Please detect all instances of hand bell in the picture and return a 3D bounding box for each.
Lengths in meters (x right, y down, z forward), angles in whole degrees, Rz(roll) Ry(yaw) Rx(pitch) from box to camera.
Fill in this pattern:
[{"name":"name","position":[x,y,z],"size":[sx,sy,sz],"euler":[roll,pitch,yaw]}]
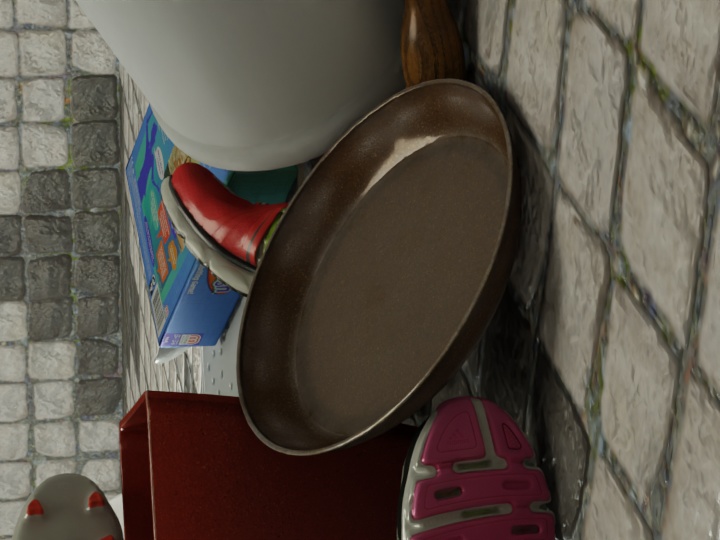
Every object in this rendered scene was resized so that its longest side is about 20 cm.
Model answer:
[{"name":"hand bell","position":[0.030,-0.156,0.937],"size":[0.104,0.104,0.200],"euler":[-110,8,-56]}]

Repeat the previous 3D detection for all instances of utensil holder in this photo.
[{"name":"utensil holder","position":[-0.076,-0.176,0.989],"size":[0.200,0.170,0.170],"euler":[54,-162,-49]}]

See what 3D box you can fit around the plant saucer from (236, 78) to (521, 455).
[{"name":"plant saucer","position":[0.012,0.002,0.922],"size":[0.200,0.032,0.201],"euler":[-35,39,35]}]

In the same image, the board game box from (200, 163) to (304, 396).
[{"name":"board game box","position":[-0.065,-0.011,1.248],"size":[0.200,0.026,0.201],"euler":[163,106,-66]}]

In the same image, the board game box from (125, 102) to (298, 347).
[{"name":"board game box","position":[-0.102,-0.066,1.245],"size":[0.200,0.045,0.152],"euler":[119,144,-51]}]

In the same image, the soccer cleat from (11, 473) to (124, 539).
[{"name":"soccer cleat","position":[-0.162,0.214,1.081],"size":[0.078,0.069,0.200],"euler":[100,161,-57]}]

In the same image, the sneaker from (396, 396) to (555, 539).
[{"name":"sneaker","position":[0.048,0.159,0.886],"size":[0.087,0.074,0.201],"euler":[170,92,-72]}]

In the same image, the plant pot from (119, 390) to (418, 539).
[{"name":"plant pot","position":[-0.033,0.170,1.032],"size":[0.200,0.176,0.201],"euler":[139,128,-76]}]

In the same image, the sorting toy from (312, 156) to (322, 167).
[{"name":"sorting toy","position":[0.000,0.000,1.198],"size":[0.200,0.036,0.186],"euler":[141,125,-81]}]

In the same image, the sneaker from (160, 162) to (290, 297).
[{"name":"sneaker","position":[-0.029,-0.015,1.084],"size":[0.200,0.077,0.085],"euler":[36,98,28]}]

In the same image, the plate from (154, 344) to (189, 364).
[{"name":"plate","position":[-0.103,-0.037,1.492],"size":[0.200,0.032,0.201],"euler":[-64,-8,-76]}]

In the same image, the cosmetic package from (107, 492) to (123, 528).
[{"name":"cosmetic package","position":[-0.087,0.233,1.288],"size":[0.151,0.052,0.200],"euler":[-8,-107,-60]}]
